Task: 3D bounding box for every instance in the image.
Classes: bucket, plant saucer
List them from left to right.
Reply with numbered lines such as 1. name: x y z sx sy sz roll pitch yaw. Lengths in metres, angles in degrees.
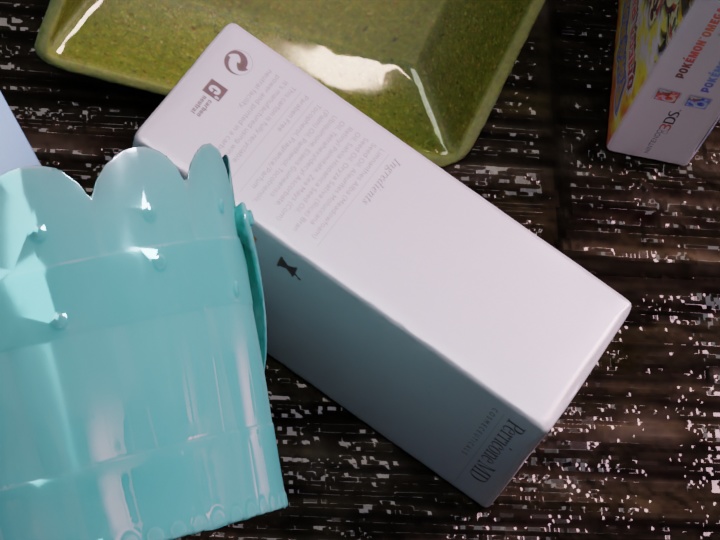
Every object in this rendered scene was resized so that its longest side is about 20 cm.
1. bucket: -0.127 0.046 0.916 0.207 0.207 0.135 -14 86 -18
2. plant saucer: -0.013 -0.154 1.045 0.200 0.200 0.048 14 35 -18

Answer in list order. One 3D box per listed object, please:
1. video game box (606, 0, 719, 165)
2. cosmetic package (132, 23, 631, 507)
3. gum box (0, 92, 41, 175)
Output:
1. video game box: 0.157 -0.175 1.097 0.047 0.182 0.200 10 64 -5
2. cosmetic package: 0.000 0.000 1.027 0.200 0.101 0.071 35 64 5
3. gum box: -0.257 -0.064 1.026 0.200 0.045 0.170 -24 74 -21
